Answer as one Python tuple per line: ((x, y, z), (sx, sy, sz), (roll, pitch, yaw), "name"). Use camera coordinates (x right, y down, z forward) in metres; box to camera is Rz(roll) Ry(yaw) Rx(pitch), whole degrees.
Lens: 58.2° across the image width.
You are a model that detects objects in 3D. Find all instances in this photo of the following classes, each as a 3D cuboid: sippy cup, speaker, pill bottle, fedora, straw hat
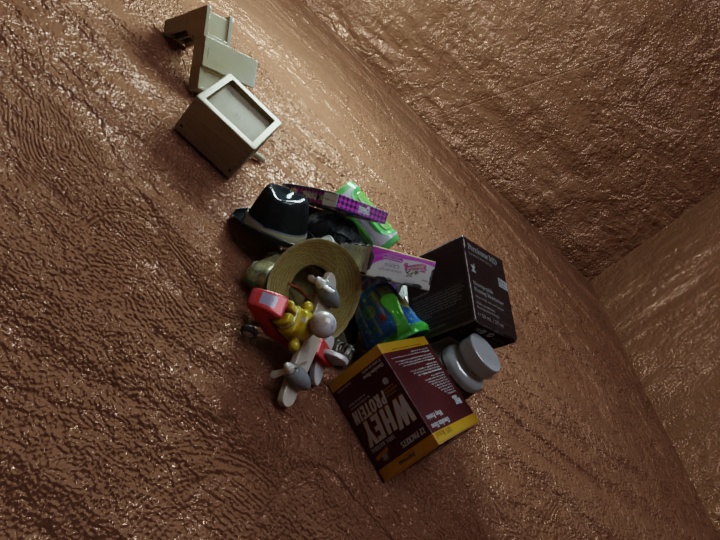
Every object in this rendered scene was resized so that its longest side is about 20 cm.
((0.049, 0.101, 1.302), (0.139, 0.178, 0.131), (-10, 63, -48), "sippy cup")
((0.013, -0.136, 1.709), (0.200, 0.088, 0.088), (50, 24, 2), "speaker")
((0.181, 0.221, 1.324), (0.110, 0.200, 0.110), (38, 26, -23), "pill bottle")
((-0.158, -0.117, 1.302), (0.200, 0.092, 0.201), (23, 15, -6), "fedora")
((-0.102, 0.036, 1.210), (0.201, 0.201, 0.085), (37, -9, -26), "straw hat")

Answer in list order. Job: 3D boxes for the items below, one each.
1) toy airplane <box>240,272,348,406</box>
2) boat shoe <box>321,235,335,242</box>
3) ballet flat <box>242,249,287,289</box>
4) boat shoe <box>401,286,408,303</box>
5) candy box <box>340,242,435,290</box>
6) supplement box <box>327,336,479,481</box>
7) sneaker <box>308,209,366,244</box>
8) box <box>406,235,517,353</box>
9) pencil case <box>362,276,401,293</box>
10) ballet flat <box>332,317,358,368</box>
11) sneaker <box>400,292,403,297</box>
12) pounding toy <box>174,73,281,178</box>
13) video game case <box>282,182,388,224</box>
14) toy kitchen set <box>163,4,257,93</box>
((-0.087, 0.110, 1.097), (0.199, 0.141, 0.201), (-13, 85, -47), "toy airplane")
((-0.076, 0.023, 1.319), (0.057, 0.067, 0.200), (50, 37, -45), "boat shoe")
((-0.166, -0.006, 1.245), (0.071, 0.071, 0.200), (49, 22, -1), "ballet flat")
((0.120, 0.071, 1.611), (0.200, 0.070, 0.071), (-94, 167, -60), "boat shoe")
((0.044, -0.011, 1.300), (0.136, 0.061, 0.200), (14, 0, -21), "candy box")
((0.083, 0.248, 1.202), (0.200, 0.133, 0.197), (57, 25, 18), "supplement box")
((-0.051, -0.076, 1.520), (0.114, 0.076, 0.199), (54, 18, 27), "sneaker")
((0.214, 0.067, 1.402), (0.166, 0.164, 0.200), (25, 50, -41), "box")
((0.000, 0.000, 1.436), (0.200, 0.084, 0.085), (18, 0, -19), "pencil case")
((-0.025, 0.123, 1.306), (0.067, 0.046, 0.200), (44, 24, -13), "ballet flat")
((0.062, 0.060, 1.547), (0.082, 0.075, 0.200), (49, 21, -48), "sneaker")
((-0.280, -0.306, 1.431), (0.184, 0.142, 0.200), (43, 35, -12), "pounding toy")
((-0.061, -0.160, 1.550), (0.181, 0.036, 0.200), (16, 1, 36), "video game case")
((-0.378, -0.514, 1.613), (0.163, 0.180, 0.201), (10, 84, -50), "toy kitchen set")
